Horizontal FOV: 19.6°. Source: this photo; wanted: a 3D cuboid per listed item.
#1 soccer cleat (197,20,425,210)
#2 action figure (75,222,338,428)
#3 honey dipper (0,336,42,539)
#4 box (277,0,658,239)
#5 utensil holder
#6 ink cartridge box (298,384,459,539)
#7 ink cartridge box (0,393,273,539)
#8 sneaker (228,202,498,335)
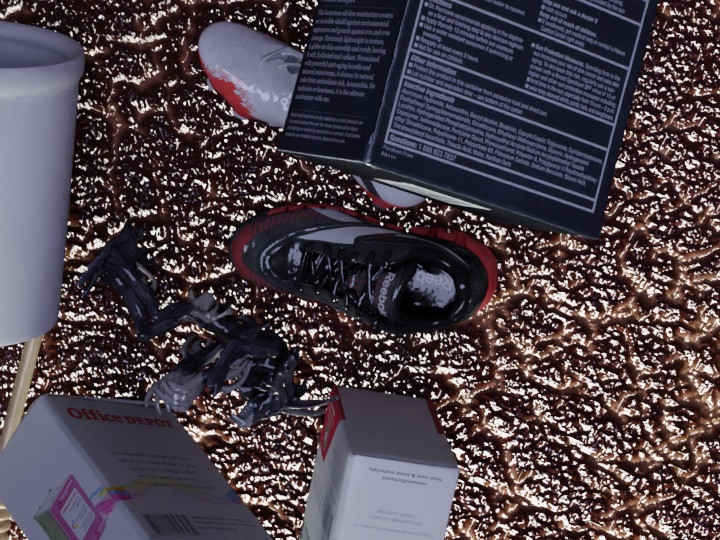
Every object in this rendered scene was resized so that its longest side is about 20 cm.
[{"bbox_3d":[-0.023,-0.118,1.473,0.200,0.069,0.085,37,148,-10],"label":"soccer cleat"},{"bbox_3d":[-0.118,0.062,1.518,0.200,0.119,0.102,38,72,0],"label":"action figure"},{"bbox_3d":[-0.264,0.108,1.579,0.038,0.038,0.201,15,102,0],"label":"honey dipper"},{"bbox_3d":[0.077,-0.144,1.386,0.199,0.123,0.200,17,88,-33],"label":"box"},{"bbox_3d":[-0.283,-0.064,1.468,0.169,0.170,0.201,6,107,2],"label":"utensil holder"},{"bbox_3d":[0.004,0.205,1.527,0.083,0.145,0.201,9,106,-9],"label":"ink cartridge box"},{"bbox_3d":[-0.153,0.186,1.489,0.085,0.144,0.200,-53,57,18],"label":"ink cartridge box"},{"bbox_3d":[0.000,0.000,1.502,0.199,0.098,0.071,10,107,2],"label":"sneaker"}]
